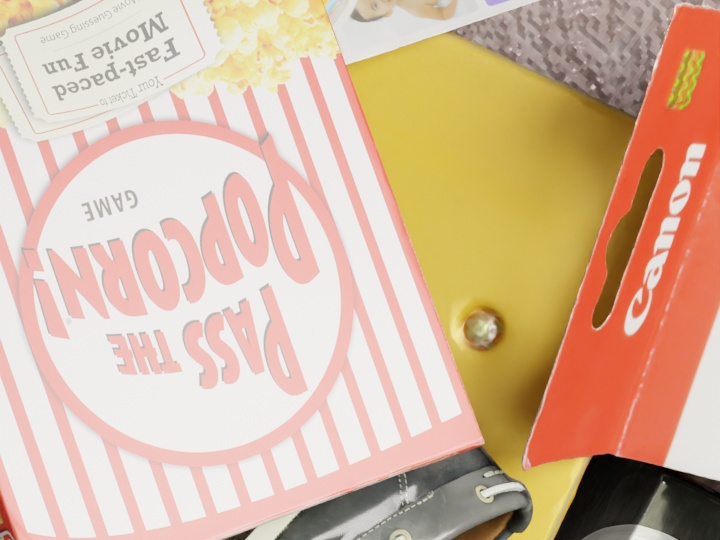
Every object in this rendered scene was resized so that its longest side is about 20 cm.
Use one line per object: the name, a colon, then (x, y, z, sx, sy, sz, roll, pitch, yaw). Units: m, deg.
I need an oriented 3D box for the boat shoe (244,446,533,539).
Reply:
boat shoe: (-0.026, 0.121, 0.827, 0.068, 0.072, 0.200, 41, 66, 9)

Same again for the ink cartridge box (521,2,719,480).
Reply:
ink cartridge box: (0.144, -0.003, 0.890, 0.200, 0.050, 0.163, -1, 112, -58)

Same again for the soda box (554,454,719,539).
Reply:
soda box: (0.080, 0.167, 0.976, 0.063, 0.071, 0.200, 27, 91, -18)

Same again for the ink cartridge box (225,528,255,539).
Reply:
ink cartridge box: (-0.103, 0.102, 0.849, 0.160, 0.047, 0.200, -11, 104, -37)

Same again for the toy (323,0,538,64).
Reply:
toy: (-0.033, -0.122, 0.880, 0.200, 0.047, 0.115, -17, 66, -15)

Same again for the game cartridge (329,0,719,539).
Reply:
game cartridge: (0.000, 0.000, 0.909, 0.200, 0.032, 0.177, 26, 92, 8)

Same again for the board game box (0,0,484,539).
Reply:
board game box: (-0.068, -0.015, 0.790, 0.151, 0.046, 0.200, -19, 86, -26)
